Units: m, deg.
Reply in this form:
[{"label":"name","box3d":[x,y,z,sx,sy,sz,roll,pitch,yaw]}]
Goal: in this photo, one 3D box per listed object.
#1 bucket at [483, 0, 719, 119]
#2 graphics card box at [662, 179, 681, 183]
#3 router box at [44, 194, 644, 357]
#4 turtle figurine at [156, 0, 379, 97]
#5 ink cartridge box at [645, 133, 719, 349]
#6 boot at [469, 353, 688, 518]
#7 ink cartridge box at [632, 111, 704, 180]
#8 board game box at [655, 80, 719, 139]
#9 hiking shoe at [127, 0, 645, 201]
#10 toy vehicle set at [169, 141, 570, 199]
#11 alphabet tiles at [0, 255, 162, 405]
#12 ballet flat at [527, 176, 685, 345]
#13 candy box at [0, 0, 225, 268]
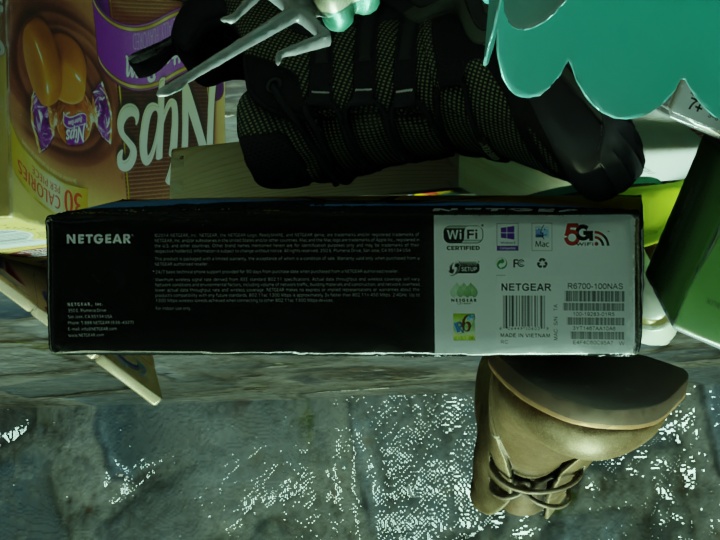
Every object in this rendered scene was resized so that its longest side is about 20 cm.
[{"label":"bucket","box3d":[0.130,-0.120,0.776,0.206,0.136,0.207,-1,172,0]},{"label":"graphics card box","box3d":[0.192,-0.025,1.259,0.125,0.051,0.200,-24,-146,1]},{"label":"router box","box3d":[0.000,0.000,1.054,0.199,0.051,0.149,0,-176,5]},{"label":"turtle figurine","box3d":[-0.054,-0.116,0.917,0.149,0.101,0.200,11,-165,30]},{"label":"ink cartridge box","box3d":[0.158,0.001,1.035,0.103,0.060,0.200,23,-173,-1]},{"label":"boot","box3d":[0.074,0.061,1.106,0.073,0.076,0.200,13,-178,-3]},{"label":"ink cartridge box","box3d":[0.072,-0.084,1.213,0.199,0.085,0.145,-4,171,20]},{"label":"board game box","box3d":[0.179,-0.041,1.018,0.199,0.035,0.126,22,-173,-15]},{"label":"hiking shoe","box3d":[0.010,-0.058,1.044,0.200,0.101,0.076,32,170,38]},{"label":"toy vehicle set","box3d":[0.023,-0.024,1.226,0.124,0.027,0.200,-4,169,25]},{"label":"alphabet tiles","box3d":[-0.168,-0.034,1.261,0.200,0.008,0.167,38,-168,-21]},{"label":"ballet flat","box3d":[0.126,-0.009,1.149,0.199,0.067,0.067,-15,161,-6]},{"label":"candy box","box3d":[-0.118,-0.062,1.225,0.056,0.118,0.200,-5,171,23]}]
